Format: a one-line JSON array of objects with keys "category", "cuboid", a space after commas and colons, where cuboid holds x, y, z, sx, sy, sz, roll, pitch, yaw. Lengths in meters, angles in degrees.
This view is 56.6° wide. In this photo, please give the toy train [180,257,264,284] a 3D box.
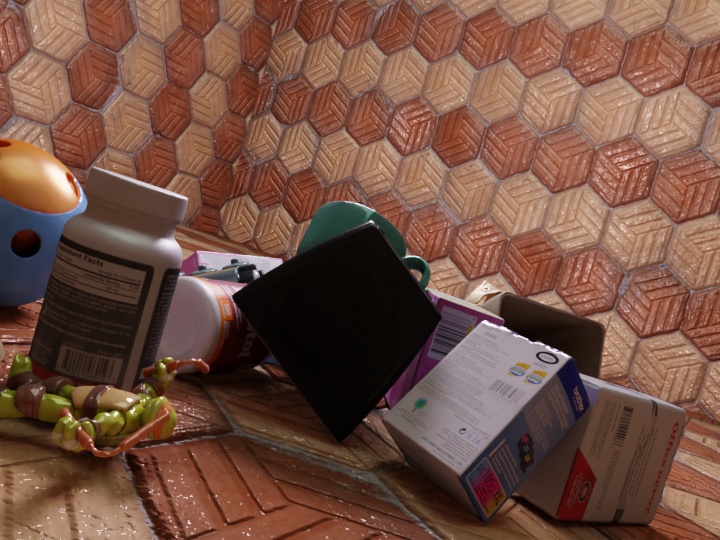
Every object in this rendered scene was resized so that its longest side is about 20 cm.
[{"category": "toy train", "cuboid": [-0.238, 0.035, 1.019, 0.194, 0.088, 0.114, -10, 6, -6]}]

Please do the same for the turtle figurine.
[{"category": "turtle figurine", "cuboid": [-0.205, 0.105, 0.522, 0.157, 0.066, 0.200, 10, 11, 4]}]

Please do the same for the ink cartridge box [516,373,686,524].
[{"category": "ink cartridge box", "cuboid": [0.278, 0.205, 0.777, 0.197, 0.148, 0.083, 18, 1, -36]}]

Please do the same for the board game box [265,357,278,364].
[{"category": "board game box", "cuboid": [-0.140, 0.108, 1.097, 0.148, 0.048, 0.199, 17, 3, -20]}]

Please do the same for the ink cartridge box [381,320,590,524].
[{"category": "ink cartridge box", "cuboid": [0.140, 0.138, 0.697, 0.135, 0.199, 0.077, 22, -32, 55]}]

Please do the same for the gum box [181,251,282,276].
[{"category": "gum box", "cuboid": [-0.233, 0.024, 1.190, 0.112, 0.068, 0.197, -27, -21, 39]}]

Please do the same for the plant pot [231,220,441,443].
[{"category": "plant pot", "cuboid": [-0.012, 0.047, 0.812, 0.201, 0.176, 0.200, 52, 4, -1]}]

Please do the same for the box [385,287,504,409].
[{"category": "box", "cuboid": [0.110, 0.126, 0.960, 0.094, 0.180, 0.200, 18, 3, -4]}]

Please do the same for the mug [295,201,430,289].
[{"category": "mug", "cuboid": [-0.009, -0.006, 0.960, 0.182, 0.116, 0.153, -2, -39, 40]}]

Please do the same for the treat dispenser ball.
[{"category": "treat dispenser ball", "cuboid": [-0.437, -0.058, 0.822, 0.196, 0.206, 0.201, 17, 3, -1]}]

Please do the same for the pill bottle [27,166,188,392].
[{"category": "pill bottle", "cuboid": [-0.236, 0.015, 0.639, 0.113, 0.205, 0.116, 17, 2, -1]}]

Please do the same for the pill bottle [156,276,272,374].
[{"category": "pill bottle", "cuboid": [-0.174, 0.072, 0.865, 0.111, 0.116, 0.199, 18, 3, 24]}]

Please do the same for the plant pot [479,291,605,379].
[{"category": "plant pot", "cuboid": [0.239, 0.163, 1.051, 0.195, 0.205, 0.176, 16, -12, -19]}]

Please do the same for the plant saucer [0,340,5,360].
[{"category": "plant saucer", "cuboid": [-0.429, 0.042, 0.613, 0.195, 0.036, 0.200, 18, 2, -1]}]

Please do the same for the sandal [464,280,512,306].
[{"category": "sandal", "cuboid": [0.198, 0.050, 1.117, 0.207, 0.071, 0.078, -8, -31, 25]}]
